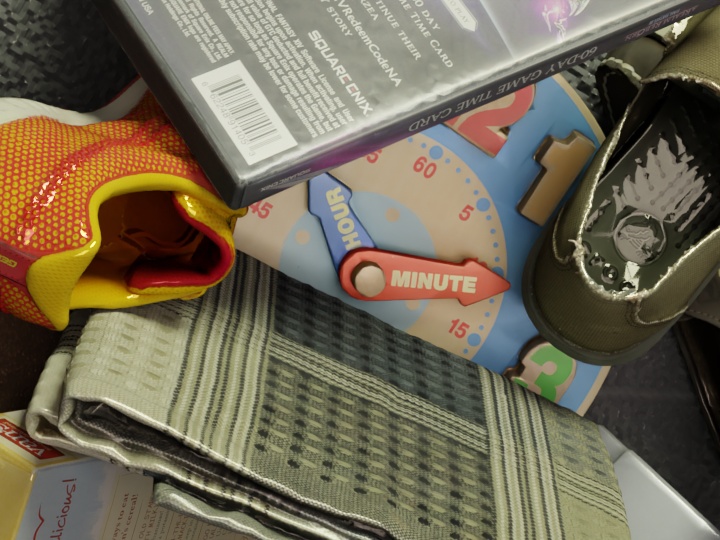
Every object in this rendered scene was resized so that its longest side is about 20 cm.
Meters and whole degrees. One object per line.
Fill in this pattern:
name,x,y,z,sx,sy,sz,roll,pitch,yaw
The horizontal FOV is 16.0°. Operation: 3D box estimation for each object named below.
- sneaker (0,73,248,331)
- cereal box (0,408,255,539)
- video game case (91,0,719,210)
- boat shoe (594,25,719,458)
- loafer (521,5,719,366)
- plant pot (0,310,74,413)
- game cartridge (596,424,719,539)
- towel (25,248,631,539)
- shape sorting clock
sneaker,-0.060,-0.022,0.797,0.077,0.200,0.073,35,121,15
cereal box,-0.076,0.108,0.831,0.039,0.200,0.145,29,107,28
video game case,0.008,-0.112,0.811,0.199,0.019,0.143,-23,66,-26
boat shoe,0.133,0.006,0.940,0.060,0.072,0.202,-31,103,-14
loafer,0.130,-0.054,0.867,0.075,0.070,0.201,34,84,3
plant pot,-0.172,0.015,0.824,0.200,0.187,0.187,42,83,-27
game cartridge,0.064,0.169,0.920,0.200,0.042,0.133,-44,74,-9
towel,-0.005,0.054,0.803,0.192,0.200,0.035,25,105,-7
shape sorting clock,0.000,0.000,0.913,0.199,0.039,0.201,-1,101,-7
